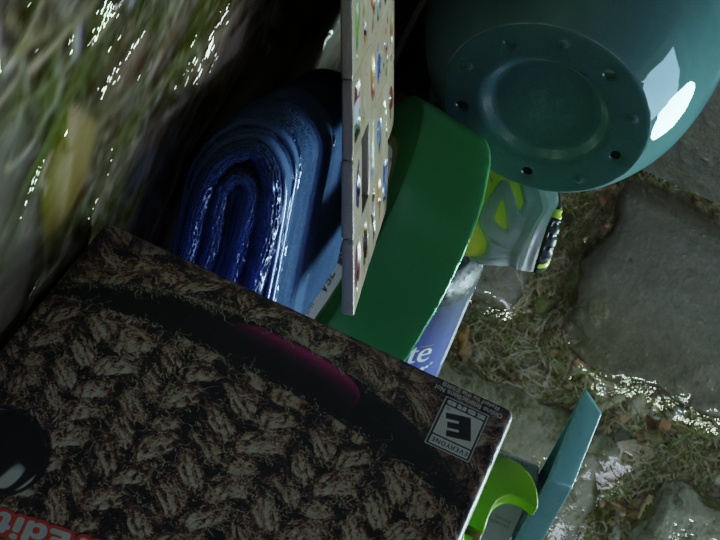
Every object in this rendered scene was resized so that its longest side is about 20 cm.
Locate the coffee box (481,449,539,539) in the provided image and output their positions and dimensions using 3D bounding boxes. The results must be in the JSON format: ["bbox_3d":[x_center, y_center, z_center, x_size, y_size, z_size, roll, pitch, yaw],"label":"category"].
[{"bbox_3d":[0.003,0.139,1.072,0.080,0.199,0.115,-15,129,-83],"label":"coffee box"}]

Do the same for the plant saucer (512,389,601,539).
[{"bbox_3d":[0.114,0.152,1.053,0.200,0.019,0.070,106,10,-57],"label":"plant saucer"}]

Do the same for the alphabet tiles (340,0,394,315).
[{"bbox_3d":[0.004,-0.092,0.760,0.200,0.007,0.168,-73,164,-71],"label":"alphabet tiles"}]

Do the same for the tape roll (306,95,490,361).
[{"bbox_3d":[0.000,0.000,0.935,0.201,0.048,0.201,-55,-166,20],"label":"tape roll"}]

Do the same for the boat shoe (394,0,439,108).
[{"bbox_3d":[0.047,-0.127,1.084,0.200,0.062,0.071,-62,172,-46],"label":"boat shoe"}]

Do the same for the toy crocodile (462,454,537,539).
[{"bbox_3d":[0.019,0.169,0.756,0.201,0.061,0.068,-61,171,-29],"label":"toy crocodile"}]

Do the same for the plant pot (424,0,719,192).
[{"bbox_3d":[0.129,-0.144,0.986,0.201,0.199,0.162,108,4,-50],"label":"plant pot"}]

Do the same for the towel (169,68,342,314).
[{"bbox_3d":[-0.041,-0.024,0.709,0.200,0.048,0.112,-55,158,-74],"label":"towel"}]

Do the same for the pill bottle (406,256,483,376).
[{"bbox_3d":[0.023,0.011,1.181,0.112,0.111,0.201,-59,171,-49],"label":"pill bottle"}]

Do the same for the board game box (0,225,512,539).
[{"bbox_3d":[-0.063,0.105,0.518,0.200,0.159,0.097,-60,171,-48],"label":"board game box"}]

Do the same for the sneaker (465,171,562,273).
[{"bbox_3d":[0.081,-0.082,1.096,0.201,0.076,0.076,-98,-163,-50],"label":"sneaker"}]
